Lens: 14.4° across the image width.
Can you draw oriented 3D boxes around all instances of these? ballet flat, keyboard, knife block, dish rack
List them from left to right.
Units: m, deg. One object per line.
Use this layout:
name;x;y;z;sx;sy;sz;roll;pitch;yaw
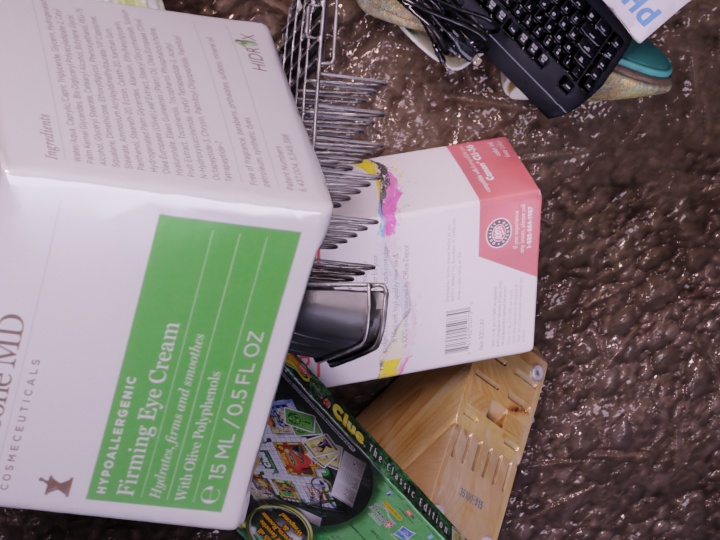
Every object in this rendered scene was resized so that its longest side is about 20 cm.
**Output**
dish rack;-0.021;-0.054;1.518;0.054;0.153;0.202;5;83;-12
knife block;0.013;0.128;1.766;0.064;0.175;0.201;36;62;-37
keyboard;0.064;-0.162;1.524;0.200;0.040;0.104;43;72;-18
ballet flat;0.082;-0.132;1.596;0.199;0.071;0.071;24;113;-26

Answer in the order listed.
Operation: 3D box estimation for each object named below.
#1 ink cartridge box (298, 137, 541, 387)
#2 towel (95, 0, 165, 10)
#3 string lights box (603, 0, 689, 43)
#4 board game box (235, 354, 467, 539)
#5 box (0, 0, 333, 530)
ink cartridge box;0.000;0.000;1.657;0.199;0.068;0.117;-9;126;-15
towel;-0.191;-0.091;1.537;0.199;0.048;0.172;-18;125;-7
string lights box;0.101;-0.212;1.459;0.059;0.200;0.103;-40;128;11
board game box;-0.024;0.134;1.658;0.104;0.024;0.200;-31;114;24
box;-0.131;-0.009;1.456;0.170;0.200;0.200;7;120;-17
